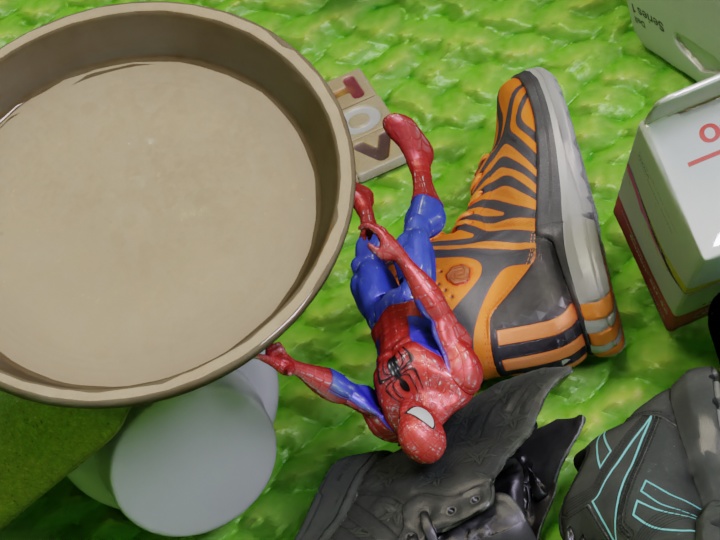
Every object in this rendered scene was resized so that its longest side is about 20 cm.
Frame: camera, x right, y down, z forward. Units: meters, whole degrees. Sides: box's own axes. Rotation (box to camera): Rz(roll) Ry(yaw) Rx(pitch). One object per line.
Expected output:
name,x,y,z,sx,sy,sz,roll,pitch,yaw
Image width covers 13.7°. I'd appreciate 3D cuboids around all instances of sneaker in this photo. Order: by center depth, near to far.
sneaker,0.125,0.118,1.204,0.079,0.076,0.200,-21,24,15
sneaker,0.027,0.119,1.248,0.104,0.060,0.200,-9,32,23
sneaker,0.055,-0.022,1.413,0.111,0.078,0.201,-15,34,6

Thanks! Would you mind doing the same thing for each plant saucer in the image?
plant saucer,-0.098,-0.026,1.264,0.198,0.030,0.201,-5,59,8
plant saucer,-0.171,0.016,1.348,0.200,0.048,0.201,-38,43,44

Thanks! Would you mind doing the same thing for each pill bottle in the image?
pill bottle,-0.104,0.037,1.383,0.109,0.110,0.200,-25,34,-7

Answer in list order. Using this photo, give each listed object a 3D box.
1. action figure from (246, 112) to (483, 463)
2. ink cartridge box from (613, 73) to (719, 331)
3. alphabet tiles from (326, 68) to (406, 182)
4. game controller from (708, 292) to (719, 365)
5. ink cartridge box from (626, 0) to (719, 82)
action figure,0.000,0.000,1.299,0.065,0.099,0.201,-37,38,21
ink cartridge box,0.179,-0.041,1.281,0.116,0.200,0.068,-23,78,-3
alphabet tiles,-0.075,-0.044,1.573,0.199,0.008,0.167,-24,34,-5
game controller,0.248,0.025,1.253,0.198,0.042,0.104,-9,22,0
ink cartridge box,0.247,-0.172,1.517,0.199,0.084,0.145,-30,35,-14
